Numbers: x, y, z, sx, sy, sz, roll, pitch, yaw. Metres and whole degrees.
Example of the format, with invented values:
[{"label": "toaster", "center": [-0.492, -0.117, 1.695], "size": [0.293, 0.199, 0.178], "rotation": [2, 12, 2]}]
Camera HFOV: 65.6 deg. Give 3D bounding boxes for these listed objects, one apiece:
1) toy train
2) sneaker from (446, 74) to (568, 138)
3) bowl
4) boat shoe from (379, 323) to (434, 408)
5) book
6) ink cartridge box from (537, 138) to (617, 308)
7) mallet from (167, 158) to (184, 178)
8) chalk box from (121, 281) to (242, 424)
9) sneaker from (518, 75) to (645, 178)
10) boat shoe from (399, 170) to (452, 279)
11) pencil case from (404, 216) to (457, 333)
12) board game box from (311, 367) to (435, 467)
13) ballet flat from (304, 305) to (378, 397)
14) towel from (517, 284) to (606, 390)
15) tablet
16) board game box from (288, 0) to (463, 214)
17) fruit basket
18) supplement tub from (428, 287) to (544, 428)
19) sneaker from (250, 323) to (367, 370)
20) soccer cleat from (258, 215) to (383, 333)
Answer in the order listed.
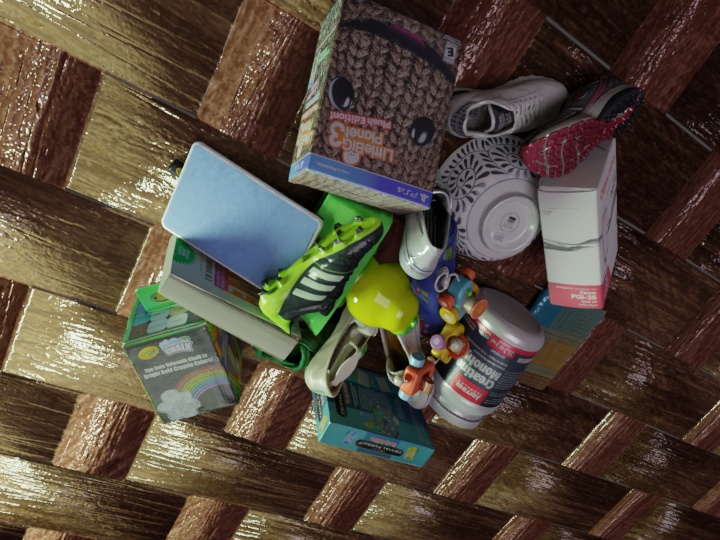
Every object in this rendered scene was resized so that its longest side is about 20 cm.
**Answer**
[{"label": "toy train", "center": [0.125, 0.097, 0.813], "size": [0.149, 0.055, 0.205], "rotation": [-9, 121, -55]}, {"label": "sneaker", "center": [0.203, -0.213, 0.754], "size": [0.194, 0.081, 0.078], "rotation": [-14, 118, -12]}, {"label": "bowl", "center": [0.203, -0.087, 0.823], "size": [0.194, 0.095, 0.206], "rotation": [-5, 121, -9]}, {"label": "boat shoe", "center": [0.066, 0.146, 0.878], "size": [0.070, 0.069, 0.205], "rotation": [-40, 129, -42]}, {"label": "book", "center": [-0.180, 0.028, 0.784], "size": [0.197, 0.135, 0.048], "rotation": [32, 111, -28]}, {"label": "ink cartridge box", "center": [0.323, -0.071, 0.818], "size": [0.081, 0.147, 0.204], "rotation": [6, 132, 32]}, {"label": "mallet", "center": [-0.193, -0.066, 0.779], "size": [0.199, 0.041, 0.066], "rotation": [39, 90, -25]}, {"label": "chalk box", "center": [-0.259, 0.095, 0.813], "size": [0.121, 0.125, 0.205], "rotation": [-13, 122, -3]}, {"label": "sneaker", "center": [0.285, -0.193, 0.745], "size": [0.197, 0.075, 0.082], "rotation": [-30, 142, -19]}, {"label": "boat shoe", "center": [0.095, -0.084, 0.735], "size": [0.072, 0.205, 0.067], "rotation": [19, 143, -22]}, {"label": "pencil case", "center": [0.103, 0.006, 0.849], "size": [0.077, 0.086, 0.204], "rotation": [-32, 139, -27]}, {"label": "board game box", "center": [0.016, 0.236, 0.940], "size": [0.196, 0.152, 0.048], "rotation": [21, 116, -22]}, {"label": "ballet flat", "center": [-0.009, 0.103, 0.854], "size": [0.069, 0.069, 0.203], "rotation": [40, 75, -30]}, {"label": "towel", "center": [0.338, 0.127, 1.025], "size": [0.143, 0.022, 0.203], "rotation": [20, 116, -21]}, {"label": "tablet", "center": [-0.158, -0.062, 0.737], "size": [0.197, 0.014, 0.132], "rotation": [32, 110, -1]}, {"label": "board game box", "center": [0.016, -0.189, 0.668], "size": [0.155, 0.096, 0.206], "rotation": [13, 87, -19]}, {"label": "fruit basket", "center": [0.000, 0.000, 0.791], "size": [0.208, 0.156, 0.222], "rotation": [1, 113, 2]}, {"label": "supplement tub", "center": [0.200, 0.146, 0.933], "size": [0.137, 0.141, 0.203], "rotation": [19, 115, -22]}, {"label": "sneaker", "center": [-0.083, 0.129, 0.894], "size": [0.194, 0.084, 0.076], "rotation": [7, 119, -17]}, {"label": "soccer cleat", "center": [-0.042, 0.005, 0.710], "size": [0.198, 0.068, 0.081], "rotation": [-34, 114, 18]}]
